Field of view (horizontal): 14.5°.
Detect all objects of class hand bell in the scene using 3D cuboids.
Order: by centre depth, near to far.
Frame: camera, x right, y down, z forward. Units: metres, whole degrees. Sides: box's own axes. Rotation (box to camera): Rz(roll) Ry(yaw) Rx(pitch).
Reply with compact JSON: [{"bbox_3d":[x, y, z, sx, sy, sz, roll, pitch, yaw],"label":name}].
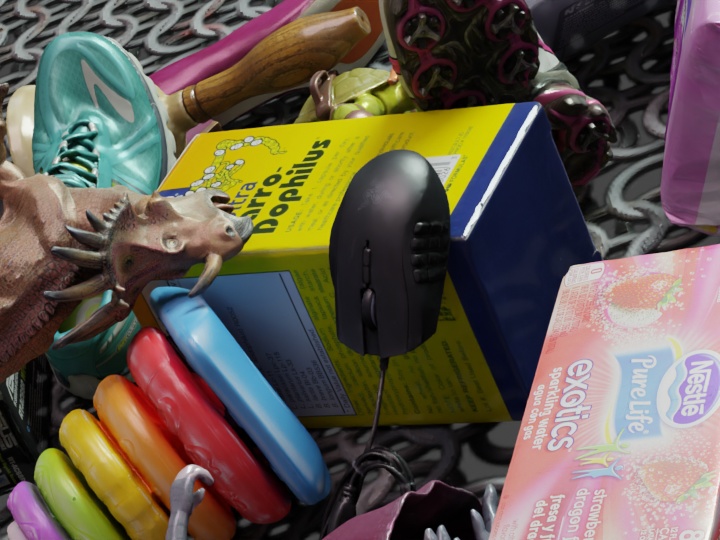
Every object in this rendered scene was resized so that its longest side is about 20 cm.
[{"bbox_3d":[-0.082,-0.095,1.533,0.199,0.104,0.104,-26,28,22],"label":"hand bell"}]

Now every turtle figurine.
[{"bbox_3d":[-0.015,-0.071,1.483,0.161,0.065,0.200,-26,5,15],"label":"turtle figurine"}]

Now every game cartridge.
[{"bbox_3d":[0.155,-0.176,1.526,0.199,0.041,0.133,-29,-10,-10],"label":"game cartridge"}]

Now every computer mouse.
[{"bbox_3d":[0.002,0.045,1.247,0.058,0.034,0.201,4,84,31],"label":"computer mouse"}]

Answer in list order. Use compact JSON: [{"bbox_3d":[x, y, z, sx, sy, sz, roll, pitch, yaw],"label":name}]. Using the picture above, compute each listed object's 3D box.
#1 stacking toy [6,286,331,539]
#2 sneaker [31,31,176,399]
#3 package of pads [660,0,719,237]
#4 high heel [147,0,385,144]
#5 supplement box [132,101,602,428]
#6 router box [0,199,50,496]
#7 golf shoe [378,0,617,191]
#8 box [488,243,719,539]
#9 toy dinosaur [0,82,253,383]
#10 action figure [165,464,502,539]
[{"bbox_3d":[-0.121,0.112,1.301,0.200,0.110,0.116,-39,17,-3],"label":"stacking toy"},{"bbox_3d":[-0.139,-0.035,1.461,0.077,0.080,0.201,-10,69,12],"label":"sneaker"},{"bbox_3d":[0.193,-0.114,1.392,0.075,0.121,0.200,12,36,1],"label":"package of pads"},{"bbox_3d":[-0.065,-0.131,1.648,0.200,0.068,0.096,-40,44,-19],"label":"high heel"},{"bbox_3d":[0.000,0.000,1.364,0.199,0.109,0.110,-3,36,31],"label":"supplement box"},{"bbox_3d":[-0.241,0.057,1.489,0.149,0.062,0.200,-21,31,7],"label":"router box"},{"bbox_3d":[0.052,-0.109,1.403,0.073,0.200,0.092,-39,54,3],"label":"golf shoe"},{"bbox_3d":[0.123,0.088,1.150,0.094,0.103,0.200,-10,33,23],"label":"box"},{"bbox_3d":[-0.157,0.010,1.321,0.200,0.086,0.136,-48,51,19],"label":"toy dinosaur"},{"bbox_3d":[-0.024,0.159,1.157,0.199,0.134,0.150,-27,54,22],"label":"action figure"}]
